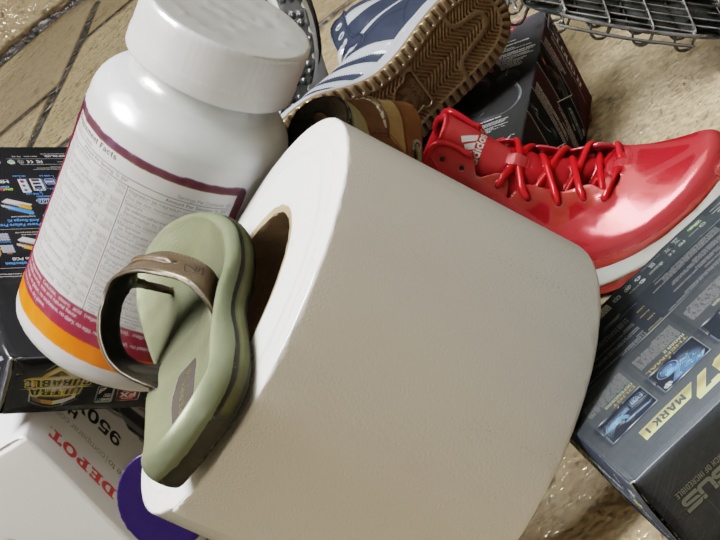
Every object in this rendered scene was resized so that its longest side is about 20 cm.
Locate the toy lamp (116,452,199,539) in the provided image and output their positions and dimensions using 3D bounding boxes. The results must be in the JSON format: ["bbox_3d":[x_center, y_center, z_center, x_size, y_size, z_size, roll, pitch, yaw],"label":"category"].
[{"bbox_3d":[-0.075,0.107,1.051,0.058,0.058,0.200,-36,-5,16],"label":"toy lamp"}]

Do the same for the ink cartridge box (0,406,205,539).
[{"bbox_3d":[-0.158,0.108,1.163,0.084,0.145,0.201,-32,22,25],"label":"ink cartridge box"}]

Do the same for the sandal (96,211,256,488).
[{"bbox_3d":[-0.087,0.022,0.860,0.080,0.057,0.201,-59,16,16],"label":"sandal"}]

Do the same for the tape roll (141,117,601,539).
[{"bbox_3d":[0.001,0.048,0.900,0.203,0.138,0.203,-55,17,27],"label":"tape roll"}]

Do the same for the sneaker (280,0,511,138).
[{"bbox_3d":[-0.007,-0.100,1.148,0.200,0.070,0.108,-41,23,-16],"label":"sneaker"}]

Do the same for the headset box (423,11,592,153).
[{"bbox_3d":[0.060,-0.074,1.195,0.148,0.075,0.201,-21,27,22],"label":"headset box"}]

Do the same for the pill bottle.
[{"bbox_3d":[-0.102,-0.046,1.004,0.110,0.109,0.201,-87,19,-64],"label":"pill bottle"}]

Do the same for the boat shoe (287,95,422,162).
[{"bbox_3d":[0.000,0.000,1.038,0.073,0.202,0.076,-13,35,-33],"label":"boat shoe"}]

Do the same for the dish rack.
[{"bbox_3d":[0.148,-0.182,1.204,0.201,0.152,0.055,-97,16,-57],"label":"dish rack"}]

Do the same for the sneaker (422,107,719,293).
[{"bbox_3d":[0.099,-0.046,1.033,0.199,0.116,0.079,-30,22,31],"label":"sneaker"}]

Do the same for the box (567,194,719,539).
[{"bbox_3d":[0.177,0.019,0.842,0.200,0.051,0.158,-44,16,-1],"label":"box"}]

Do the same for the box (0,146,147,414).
[{"bbox_3d":[-0.147,0.000,1.148,0.199,0.198,0.050,59,140,41],"label":"box"}]

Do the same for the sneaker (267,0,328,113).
[{"bbox_3d":[-0.049,-0.103,1.238,0.073,0.202,0.080,1,21,17],"label":"sneaker"}]
